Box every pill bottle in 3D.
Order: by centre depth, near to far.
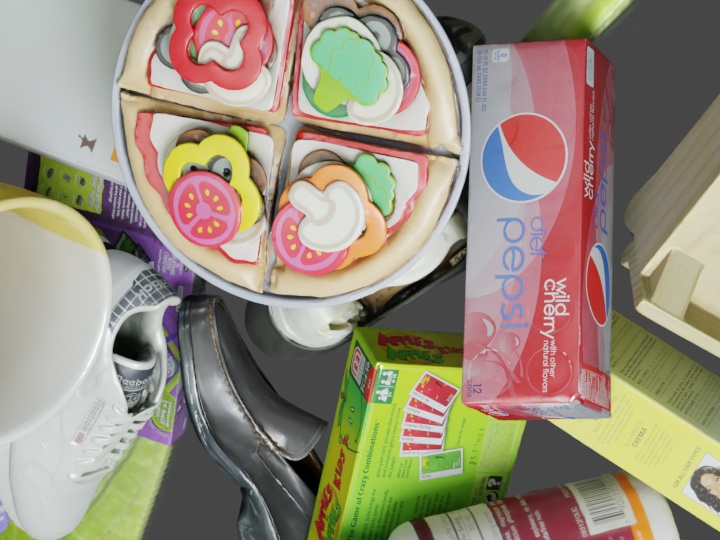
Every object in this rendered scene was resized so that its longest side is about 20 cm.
[{"bbox_3d":[0.080,0.188,1.411,0.199,0.114,0.115,-13,105,-5],"label":"pill bottle"}]

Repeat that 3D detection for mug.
[{"bbox_3d":[-0.237,-0.012,1.432,0.153,0.149,0.188,29,95,43],"label":"mug"}]

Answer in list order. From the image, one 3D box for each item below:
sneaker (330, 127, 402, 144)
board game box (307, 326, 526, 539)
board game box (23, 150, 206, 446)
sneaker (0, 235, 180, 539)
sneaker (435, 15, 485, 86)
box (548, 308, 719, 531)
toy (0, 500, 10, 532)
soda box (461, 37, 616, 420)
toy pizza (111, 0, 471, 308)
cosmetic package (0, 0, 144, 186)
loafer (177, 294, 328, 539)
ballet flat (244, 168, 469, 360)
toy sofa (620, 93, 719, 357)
[{"bbox_3d":[-0.021,-0.139,1.373,0.200,0.080,0.072,45,116,29],"label":"sneaker"},{"bbox_3d":[0.029,0.135,1.466,0.101,0.048,0.201,4,114,-20],"label":"board game box"},{"bbox_3d":[-0.153,-0.001,1.530,0.119,0.032,0.201,18,113,18],"label":"board game box"},{"bbox_3d":[-0.163,0.082,1.498,0.080,0.076,0.201,27,118,27],"label":"sneaker"},{"bbox_3d":[-0.005,-0.063,1.403,0.200,0.075,0.079,-40,127,-7],"label":"sneaker"},{"bbox_3d":[0.194,0.098,1.402,0.199,0.075,0.050,32,118,8],"label":"box"},{"bbox_3d":[-0.260,0.182,1.599,0.047,0.115,0.200,26,117,-18],"label":"toy"},{"bbox_3d":[0.098,-0.021,1.357,0.070,0.063,0.202,-2,78,21],"label":"soda box"},{"bbox_3d":[-0.041,-0.075,1.307,0.199,0.032,0.202,4,105,16],"label":"toy pizza"},{"bbox_3d":[-0.152,-0.108,1.450,0.199,0.071,0.102,20,88,15],"label":"cosmetic package"},{"bbox_3d":[-0.052,0.100,1.507,0.072,0.073,0.201,-17,111,17],"label":"loafer"},{"bbox_3d":[0.000,0.000,1.447,0.199,0.068,0.068,-32,94,28],"label":"ballet flat"},{"bbox_3d":[0.229,-0.054,1.342,0.082,0.098,0.200,27,118,-17],"label":"toy sofa"}]
